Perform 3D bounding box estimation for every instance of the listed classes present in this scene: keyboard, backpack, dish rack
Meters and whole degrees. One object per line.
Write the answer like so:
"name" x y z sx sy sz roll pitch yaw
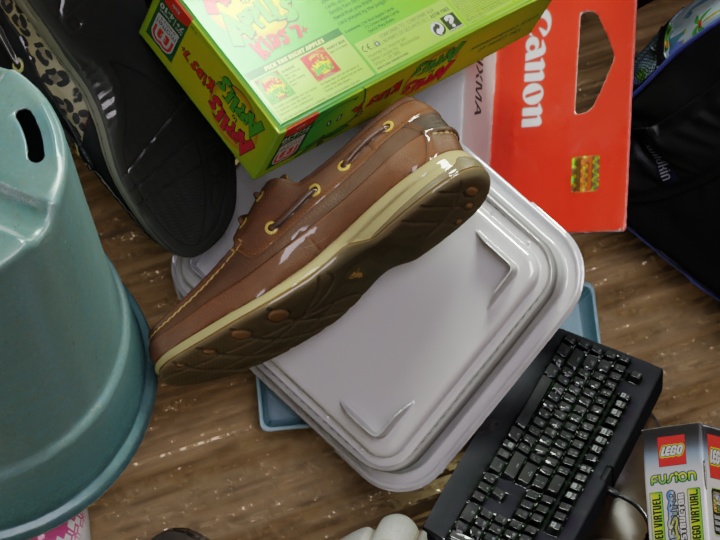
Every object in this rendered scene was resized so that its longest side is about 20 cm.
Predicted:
"keyboard" 0.121 0.107 1.422 0.127 0.021 0.200 26 40 8
"backpack" 0.242 -0.086 1.476 0.183 0.200 0.147 41 49 -2
"dish rack" 0.000 0.000 1.434 0.200 0.044 0.172 42 100 19

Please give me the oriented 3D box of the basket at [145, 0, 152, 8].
"basket" -0.104 -0.218 1.431 0.180 0.200 0.136 -7 77 -17

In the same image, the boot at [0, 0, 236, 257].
"boot" -0.158 -0.101 1.441 0.073 0.154 0.204 -42 117 -27

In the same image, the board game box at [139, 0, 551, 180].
"board game box" -0.004 -0.136 1.399 0.200 0.048 0.102 -30 74 -32

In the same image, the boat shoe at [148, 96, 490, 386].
"boat shoe" -0.029 -0.014 1.389 0.200 0.072 0.068 -36 68 8

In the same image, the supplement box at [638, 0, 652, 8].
"supplement box" 0.205 -0.218 1.497 0.109 0.200 0.061 -27 83 -16

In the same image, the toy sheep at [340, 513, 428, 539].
"toy sheep" 0.038 0.188 1.413 0.200 0.138 0.138 28 74 4

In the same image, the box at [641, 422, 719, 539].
"box" 0.210 0.147 1.435 0.035 0.200 0.110 -10 76 29

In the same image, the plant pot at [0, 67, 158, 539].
"plant pot" -0.208 0.005 1.335 0.199 0.196 0.201 -1 55 2

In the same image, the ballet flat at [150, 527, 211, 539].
"ballet flat" -0.046 0.220 1.433 0.200 0.067 0.046 52 32 5

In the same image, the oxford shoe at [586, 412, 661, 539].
"oxford shoe" 0.155 0.164 1.466 0.072 0.084 0.201 -2 77 -10

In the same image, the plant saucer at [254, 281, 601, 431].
"plant saucer" 0.037 0.048 1.501 0.199 0.019 0.070 -4 79 -12

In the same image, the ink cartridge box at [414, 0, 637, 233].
"ink cartridge box" 0.063 -0.114 1.479 0.173 0.044 0.201 -4 75 29

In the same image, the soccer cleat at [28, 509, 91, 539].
"soccer cleat" -0.157 0.188 1.411 0.086 0.070 0.201 12 81 -17
